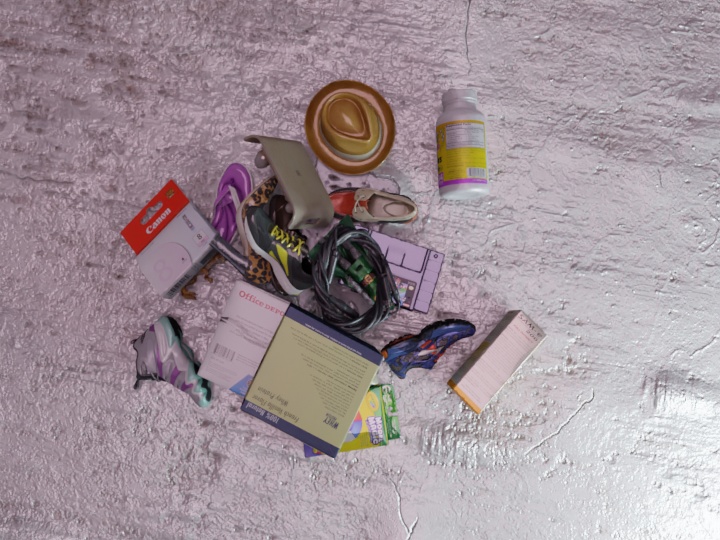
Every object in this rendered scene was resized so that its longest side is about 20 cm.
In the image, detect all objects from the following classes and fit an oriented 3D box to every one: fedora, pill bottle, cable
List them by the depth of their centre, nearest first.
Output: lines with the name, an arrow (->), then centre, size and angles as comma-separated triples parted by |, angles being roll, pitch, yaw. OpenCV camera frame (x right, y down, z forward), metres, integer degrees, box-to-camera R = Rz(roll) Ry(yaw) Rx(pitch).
cable -> -0.017, 0.013, 1.343 | 0.159, 0.051, 0.205 | -21, 88, -16
pill bottle -> 0.202, -0.250, 1.421 | 0.101, 0.104, 0.207 | -2, 86, 2
fedora -> -0.022, -0.297, 1.440 | 0.194, 0.082, 0.207 | 0, 88, 2

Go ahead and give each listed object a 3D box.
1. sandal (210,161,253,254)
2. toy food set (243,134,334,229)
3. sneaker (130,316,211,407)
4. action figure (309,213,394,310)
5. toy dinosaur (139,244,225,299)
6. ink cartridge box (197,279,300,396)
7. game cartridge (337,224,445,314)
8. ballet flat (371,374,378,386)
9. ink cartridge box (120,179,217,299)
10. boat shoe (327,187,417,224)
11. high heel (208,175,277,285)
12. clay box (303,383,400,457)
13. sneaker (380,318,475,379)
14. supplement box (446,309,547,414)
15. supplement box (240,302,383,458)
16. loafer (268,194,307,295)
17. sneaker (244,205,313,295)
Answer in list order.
sandal -> -0.270, -0.120, 1.454 | 0.080, 0.050, 0.209 | 15, 89, 2
toy food set -> -0.141, -0.174, 1.399 | 0.060, 0.142, 0.204 | -33, 77, 28
sneaker -> -0.394, 0.211, 1.434 | 0.138, 0.078, 0.203 | -32, 77, 2
action figure -> 0.000, 0.000, 1.410 | 0.118, 0.055, 0.200 | -43, 90, -4
toy dinosaur -> -0.356, 0.001, 1.459 | 0.194, 0.060, 0.110 | -3, 76, 14
ink cartridge box -> -0.215, 0.139, 1.422 | 0.141, 0.084, 0.205 | 23, 88, 2
game cartridge -> 0.062, -0.001, 1.448 | 0.195, 0.038, 0.133 | 18, 84, 3
ballet flat -> -0.041, 0.158, 1.420 | 0.196, 0.069, 0.071 | 28, 88, 2
ink cartridge box -> -0.388, -0.069, 1.429 | 0.162, 0.057, 0.200 | -44, 74, 0
boat shoe -> 0.020, -0.130, 1.441 | 0.194, 0.063, 0.074 | 8, 89, 4
high heel -> -0.187, -0.077, 1.401 | 0.142, 0.071, 0.202 | 40, 69, -10
clay box -> -0.022, 0.298, 1.426 | 0.194, 0.048, 0.119 | -9, 87, 2
sneaker -> 0.141, 0.154, 1.424 | 0.195, 0.075, 0.080 | -22, 95, 9
supplement box -> 0.262, 0.175, 1.385 | 0.073, 0.126, 0.201 | 41, 90, 4
supplement box -> -0.090, 0.198, 1.319 | 0.196, 0.134, 0.204 | 27, 88, -4
loafer -> -0.145, -0.053, 1.427 | 0.069, 0.073, 0.207 | -4, 86, 24
sneaker -> -0.141, -0.047, 1.342 | 0.083, 0.075, 0.202 | -16, 124, 29
